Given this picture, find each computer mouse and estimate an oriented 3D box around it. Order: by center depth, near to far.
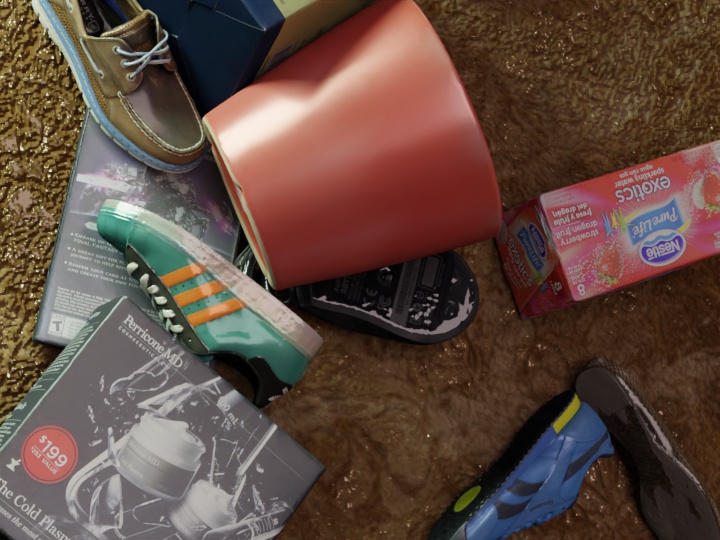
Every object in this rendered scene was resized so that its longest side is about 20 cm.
[{"bbox_3d":[0.000,0.000,1.264,0.199,0.053,0.139,22,71,-5],"label":"computer mouse"}]

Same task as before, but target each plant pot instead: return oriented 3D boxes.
[{"bbox_3d":[-0.013,-0.085,1.167,0.176,0.200,0.202,-23,88,-6],"label":"plant pot"}]

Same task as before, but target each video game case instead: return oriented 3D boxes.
[{"bbox_3d":[-0.166,-0.024,1.216,0.142,0.019,0.202,15,73,-19],"label":"video game case"}]

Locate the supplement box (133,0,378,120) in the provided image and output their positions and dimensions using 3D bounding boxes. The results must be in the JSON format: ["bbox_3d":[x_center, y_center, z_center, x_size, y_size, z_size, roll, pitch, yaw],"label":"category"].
[{"bbox_3d":[-0.058,-0.240,1.197,0.199,0.200,0.135,-35,86,-24],"label":"supplement box"}]

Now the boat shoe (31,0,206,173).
[{"bbox_3d":[-0.184,-0.166,1.193,0.072,0.072,0.200,-38,88,-33],"label":"boat shoe"}]

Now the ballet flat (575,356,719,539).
[{"bbox_3d":[0.253,0.160,1.329,0.201,0.067,0.046,56,36,0],"label":"ballet flat"}]

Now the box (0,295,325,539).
[{"bbox_3d":[-0.163,0.153,1.125,0.200,0.104,0.183,41,71,-12],"label":"box"}]

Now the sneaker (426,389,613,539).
[{"bbox_3d":[0.135,0.189,1.269,0.200,0.066,0.079,-42,100,-23],"label":"sneaker"}]

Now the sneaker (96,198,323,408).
[{"bbox_3d":[-0.128,0.026,1.173,0.199,0.071,0.080,36,79,-3],"label":"sneaker"}]

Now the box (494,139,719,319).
[{"bbox_3d":[0.225,-0.035,1.329,0.199,0.100,0.096,-17,86,-24],"label":"box"}]
